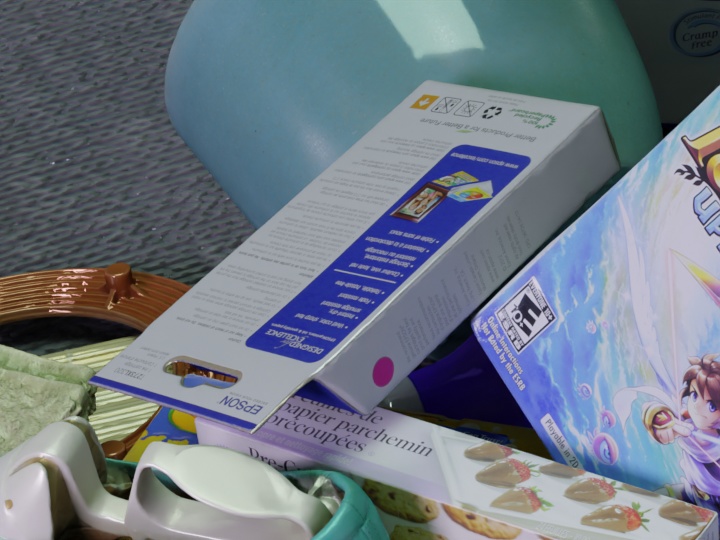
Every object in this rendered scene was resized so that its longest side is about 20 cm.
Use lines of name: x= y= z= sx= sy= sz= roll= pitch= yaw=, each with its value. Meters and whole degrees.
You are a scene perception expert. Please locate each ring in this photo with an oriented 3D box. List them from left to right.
ring: x=-0.146 y=0.048 z=1.219 sx=0.199 sy=0.019 sz=0.201 roll=-6 pitch=31 yaw=4

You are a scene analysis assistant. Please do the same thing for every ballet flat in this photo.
ballet flat: x=-0.080 y=0.084 z=0.984 sx=0.199 sy=0.071 sz=0.067 roll=5 pitch=35 yaw=19

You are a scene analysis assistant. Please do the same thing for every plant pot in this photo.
plant pot: x=0.038 y=-0.059 z=1.219 sx=0.200 sy=0.201 sz=0.161 roll=-21 pitch=59 yaw=-21

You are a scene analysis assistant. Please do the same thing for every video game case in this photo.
video game case: x=0.149 y=0.047 z=0.953 sx=0.045 sy=0.181 sz=0.201 roll=-17 pitch=69 yaw=-47

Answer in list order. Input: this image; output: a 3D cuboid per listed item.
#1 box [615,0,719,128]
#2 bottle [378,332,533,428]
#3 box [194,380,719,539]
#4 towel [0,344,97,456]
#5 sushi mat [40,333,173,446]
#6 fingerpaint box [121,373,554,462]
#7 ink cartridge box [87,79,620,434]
box: x=0.120 y=-0.173 z=1.414 sx=0.182 sy=0.105 sz=0.201 roll=1 pitch=43 yaw=0
bottle: x=0.104 y=0.044 z=1.156 sx=0.199 sy=0.066 sz=0.084 roll=-15 pitch=32 yaw=-12
box: x=0.032 y=0.084 z=0.992 sx=0.199 sy=0.042 sz=0.039 roll=16 pitch=39 yaw=31
towel: x=-0.203 y=0.101 z=1.117 sx=0.148 sy=0.037 sz=0.201 roll=13 pitch=52 yaw=26
sushi mat: x=-0.085 y=0.050 z=1.234 sx=0.199 sy=0.012 sz=0.096 roll=-13 pitch=33 yaw=-9
fingerpaint box: x=-0.006 y=0.126 z=1.039 sx=0.199 sy=0.074 sz=0.167 roll=7 pitch=35 yaw=21
ink cartridge box: x=0.000 y=0.000 z=1.037 sx=0.094 sy=0.037 sz=0.200 roll=13 pitch=43 yaw=45
